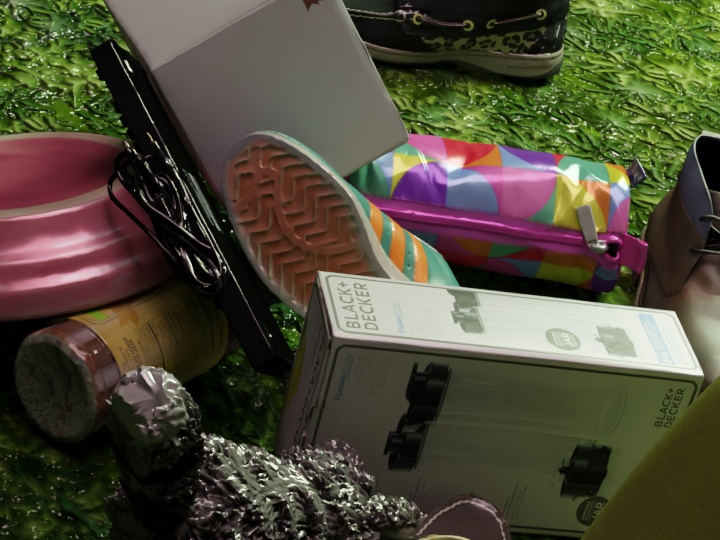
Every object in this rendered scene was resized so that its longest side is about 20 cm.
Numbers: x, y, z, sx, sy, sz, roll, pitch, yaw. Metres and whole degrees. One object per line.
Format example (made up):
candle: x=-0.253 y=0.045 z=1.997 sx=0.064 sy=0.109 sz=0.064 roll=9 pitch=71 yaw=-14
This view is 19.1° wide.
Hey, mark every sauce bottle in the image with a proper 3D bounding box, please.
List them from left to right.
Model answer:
sauce bottle: x=-0.101 y=0.028 z=1.154 sx=0.064 sy=0.065 sz=0.200 roll=29 pitch=33 yaw=22

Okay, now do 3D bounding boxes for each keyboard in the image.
keyboard: x=-0.099 y=-0.030 z=1.112 sx=0.201 sy=0.039 sz=0.104 roll=61 pitch=4 yaw=14

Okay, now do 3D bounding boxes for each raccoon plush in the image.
raccoon plush: x=-0.035 y=0.096 z=0.962 sx=0.133 sy=0.200 sz=0.097 roll=-28 pitch=66 yaw=-22

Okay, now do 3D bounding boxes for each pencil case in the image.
pencil case: x=0.074 y=-0.039 z=1.310 sx=0.198 sy=0.089 sz=0.089 roll=8 pitch=32 yaw=-7

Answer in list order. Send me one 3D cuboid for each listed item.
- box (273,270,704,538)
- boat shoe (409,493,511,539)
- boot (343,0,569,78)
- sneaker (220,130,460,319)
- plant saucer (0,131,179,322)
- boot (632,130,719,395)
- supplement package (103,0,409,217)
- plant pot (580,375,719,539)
box: x=0.063 y=0.072 z=1.103 sx=0.198 sy=0.117 sz=0.060 roll=5 pitch=33 yaw=-14
boat shoe: x=0.039 y=0.163 z=1.004 sx=0.071 sy=0.061 sz=0.202 roll=18 pitch=32 yaw=6
boot: x=0.065 y=-0.225 z=1.526 sx=0.202 sy=0.155 sz=0.074 roll=8 pitch=32 yaw=-12
sneaker: x=0.000 y=0.000 z=1.194 sx=0.200 sy=0.071 sz=0.080 roll=48 pitch=15 yaw=-6
plant saucer: x=-0.186 y=-0.030 z=1.161 sx=0.199 sy=0.051 sz=0.201 roll=-4 pitch=21 yaw=2
boot: x=0.209 y=-0.001 z=1.293 sx=0.074 sy=0.098 sz=0.201 roll=9 pitch=32 yaw=-9
supplement package: x=-0.068 y=-0.125 z=1.274 sx=0.117 sy=0.117 sz=0.200 roll=-29 pitch=24 yaw=-4
plant pot: x=0.175 y=0.143 z=0.959 sx=0.185 sy=0.201 sz=0.188 roll=10 pitch=32 yaw=-7
